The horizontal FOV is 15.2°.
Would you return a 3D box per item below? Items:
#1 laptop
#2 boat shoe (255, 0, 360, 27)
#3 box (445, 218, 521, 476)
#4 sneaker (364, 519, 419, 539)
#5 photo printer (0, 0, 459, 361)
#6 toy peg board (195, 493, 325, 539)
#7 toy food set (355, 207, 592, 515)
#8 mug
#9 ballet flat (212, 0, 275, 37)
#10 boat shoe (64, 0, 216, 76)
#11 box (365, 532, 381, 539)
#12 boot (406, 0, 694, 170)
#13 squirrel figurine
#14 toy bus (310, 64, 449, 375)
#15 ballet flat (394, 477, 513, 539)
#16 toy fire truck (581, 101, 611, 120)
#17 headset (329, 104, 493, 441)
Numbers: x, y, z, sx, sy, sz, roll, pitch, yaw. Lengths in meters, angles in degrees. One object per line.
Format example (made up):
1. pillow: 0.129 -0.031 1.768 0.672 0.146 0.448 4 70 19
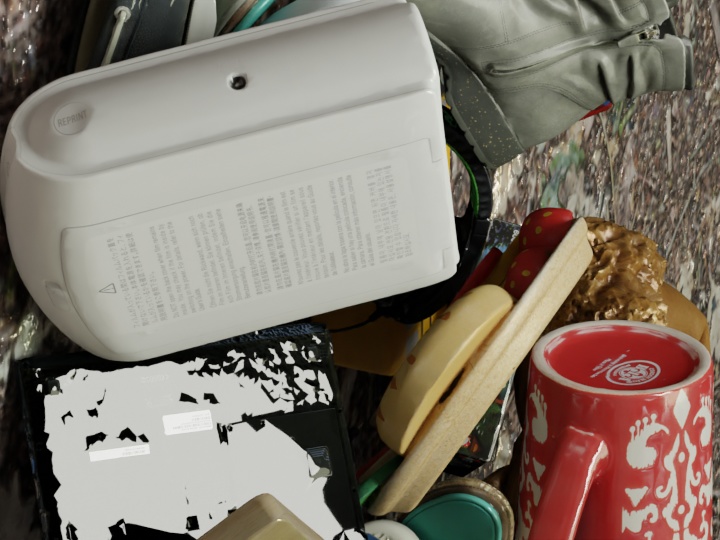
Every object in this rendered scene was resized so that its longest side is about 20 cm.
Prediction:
1. laptop: -0.096 0.139 1.322 0.177 0.103 0.200 -7 83 -36
2. boat shoe: -0.048 -0.074 1.301 0.200 0.072 0.062 -48 -159 39
3. box: 0.071 0.051 1.639 0.200 0.038 0.137 106 1 -83
4. sneaker: 0.003 0.241 1.638 0.085 0.075 0.200 -14 122 -66
5. photo printer: -0.060 -0.035 1.215 0.166 0.200 0.070 79 -5 -57
6. toy peg board: -0.063 0.232 1.281 0.200 0.098 0.199 -37 146 4
7. toy food set: 0.053 0.050 1.428 0.200 0.049 0.198 -52 176 -40
8. mug: 0.153 0.149 1.599 0.178 0.133 0.200 -88 179 -68
9. ballet flat: -0.054 -0.157 1.313 0.067 0.064 0.200 -45 -178 23
10. boat shoe: -0.093 -0.165 1.224 0.076 0.060 0.200 179 -82 -68
11. box: -0.044 0.254 1.478 0.200 0.038 0.137 -63 -172 -33
12. boot: 0.083 -0.150 1.364 0.200 0.131 0.068 55 16 -36
13. squirrel figurine: 0.142 0.075 1.746 0.200 0.141 0.187 92 19 -55
14. toy bus: 0.010 -0.048 1.526 0.078 0.065 0.200 -44 140 -52
15. ballet flat: 0.050 0.174 1.650 0.065 0.070 0.200 -46 173 -43
16. toy fire truck: 0.090 -0.164 1.482 0.168 0.112 0.200 -111 179 -57
17. headset: 0.000 0.000 1.444 0.094 0.123 0.200 -97 -160 -52
